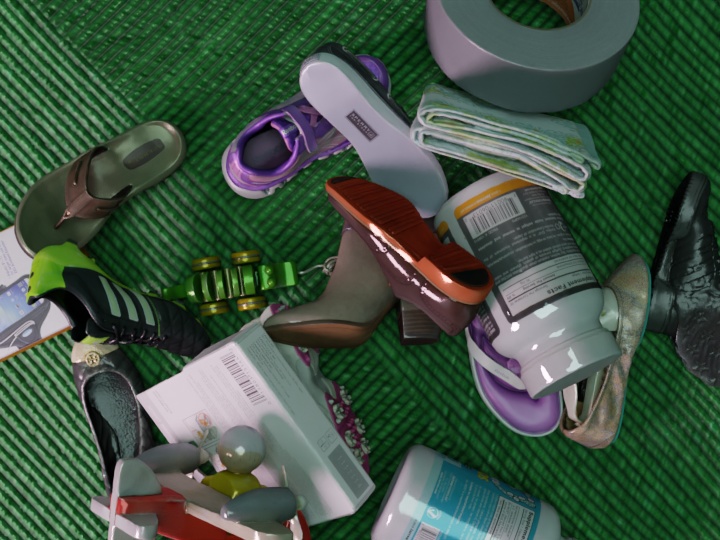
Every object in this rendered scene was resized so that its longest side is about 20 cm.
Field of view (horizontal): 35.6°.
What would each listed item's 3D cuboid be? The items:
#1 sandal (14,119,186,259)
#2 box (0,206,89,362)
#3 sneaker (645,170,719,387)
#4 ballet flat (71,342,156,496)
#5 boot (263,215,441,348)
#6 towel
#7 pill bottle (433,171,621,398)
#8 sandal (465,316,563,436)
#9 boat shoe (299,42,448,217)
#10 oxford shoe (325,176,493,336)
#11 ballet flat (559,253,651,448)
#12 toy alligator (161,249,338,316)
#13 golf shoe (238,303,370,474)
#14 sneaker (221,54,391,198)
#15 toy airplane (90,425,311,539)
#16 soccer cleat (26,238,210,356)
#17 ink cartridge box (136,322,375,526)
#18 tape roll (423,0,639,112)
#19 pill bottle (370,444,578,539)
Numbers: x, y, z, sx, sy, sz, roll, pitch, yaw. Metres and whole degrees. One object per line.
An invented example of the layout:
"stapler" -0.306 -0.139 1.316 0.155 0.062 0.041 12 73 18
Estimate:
"sandal" -0.262 -0.089 1.123 0.201 0.057 0.080 -41 95 -15
"box" -0.371 0.028 1.156 0.200 0.041 0.119 -25 88 3
"sneaker" 0.346 0.009 1.126 0.104 0.060 0.200 17 95 3
"ballet flat" -0.245 0.156 1.141 0.066 0.057 0.200 -19 89 1
"boot" 0.000 0.000 1.114 0.200 0.070 0.147 3 69 -17
"towel" 0.136 -0.130 1.064 0.171 0.200 0.048 19 107 1
"pill bottle" 0.160 0.012 1.068 0.116 0.116 0.200 -26 74 1
"sandal" 0.145 0.074 1.132 0.082 0.050 0.203 -21 87 1
"boat shoe" 0.019 -0.140 1.093 0.070 0.066 0.200 -32 112 35
"oxford shoe" 0.032 -0.016 1.056 0.200 0.071 0.073 43 129 28
"ballet flat" 0.239 0.078 1.117 0.067 0.068 0.200 11 89 -20
"toy alligator" -0.107 0.009 1.139 0.200 0.054 0.059 -9 89 2
"golf shoe" -0.062 0.135 1.136 0.091 0.075 0.200 -31 84 14
"sneaker" -0.054 -0.146 1.124 0.200 0.088 0.081 -36 87 0
"toy airplane" -0.139 0.203 1.020 0.200 0.199 0.141 23 80 8
"soccer cleat" -0.238 0.047 1.102 0.200 0.067 0.081 33 49 -27
"ink cartridge box" -0.107 0.167 1.108 0.176 0.045 0.200 -28 100 42
"tape roll" 0.163 -0.251 1.084 0.200 0.066 0.201 4 60 -7
"pill bottle" 0.119 0.259 1.102 0.200 0.111 0.111 25 90 1
